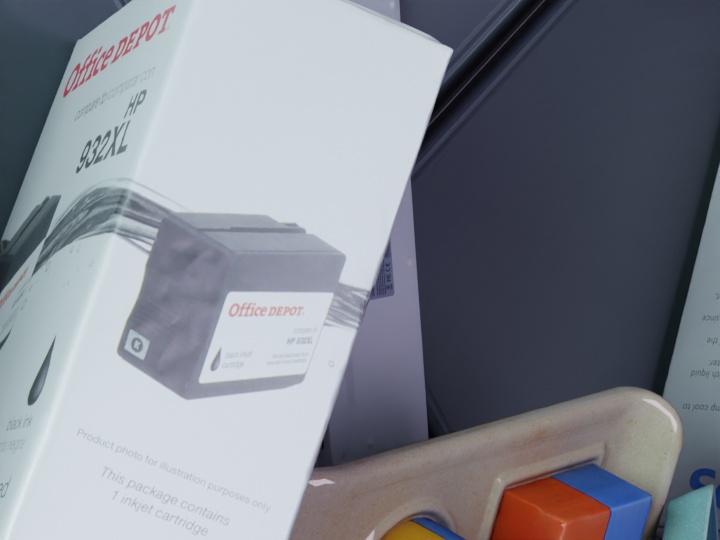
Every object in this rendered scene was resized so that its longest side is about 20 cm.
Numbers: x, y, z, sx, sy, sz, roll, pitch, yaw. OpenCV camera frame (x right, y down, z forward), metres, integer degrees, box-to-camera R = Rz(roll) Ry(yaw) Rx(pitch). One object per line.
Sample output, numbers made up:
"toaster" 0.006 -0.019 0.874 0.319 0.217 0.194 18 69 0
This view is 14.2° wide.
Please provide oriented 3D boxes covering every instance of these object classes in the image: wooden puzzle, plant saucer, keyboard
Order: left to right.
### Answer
"keyboard" 0.000 0.000 1.028 0.056 0.011 0.200 -13 102 -49
"wooden puzzle" 0.028 0.139 0.945 0.200 0.046 0.185 -7 119 -47
"plant saucer" 0.122 0.139 1.074 0.200 0.019 0.070 71 27 -68

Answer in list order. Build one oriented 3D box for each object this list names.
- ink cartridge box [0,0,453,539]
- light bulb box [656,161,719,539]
"ink cartridge box" -0.063 0.020 0.860 0.084 0.145 0.200 23 75 -17
"light bulb box" 0.235 0.040 1.179 0.198 0.125 0.200 26 73 -43
